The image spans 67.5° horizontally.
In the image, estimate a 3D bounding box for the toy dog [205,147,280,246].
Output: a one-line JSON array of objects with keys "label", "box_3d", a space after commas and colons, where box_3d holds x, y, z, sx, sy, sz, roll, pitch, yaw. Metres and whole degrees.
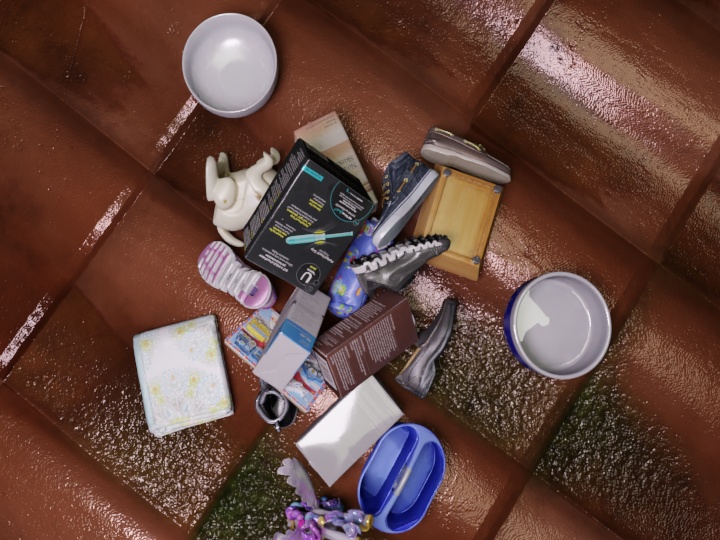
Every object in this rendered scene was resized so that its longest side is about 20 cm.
[{"label": "toy dog", "box_3d": [-0.193, -0.142, 1.058, 0.193, 0.140, 0.201, 3, 97, -1]}]

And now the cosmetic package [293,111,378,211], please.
[{"label": "cosmetic package", "box_3d": [-0.050, -0.197, 1.088, 0.101, 0.087, 0.205, -26, 86, -5]}]

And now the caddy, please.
[{"label": "caddy", "box_3d": [0.077, 0.389, 1.025, 0.139, 0.105, 0.204, 30, 85, 3]}]

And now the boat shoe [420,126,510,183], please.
[{"label": "boat shoe", "box_3d": [0.222, -0.236, 1.109, 0.194, 0.072, 0.061, 19, 76, -1]}]

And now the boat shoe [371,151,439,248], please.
[{"label": "boat shoe", "box_3d": [0.063, -0.138, 1.037, 0.090, 0.071, 0.201, 36, 67, 12]}]

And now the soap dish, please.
[{"label": "soap dish", "box_3d": [0.197, -0.102, 1.089, 0.153, 0.081, 0.206, 18, 83, 0]}]

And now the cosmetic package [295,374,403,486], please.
[{"label": "cosmetic package", "box_3d": [-0.020, 0.301, 1.044, 0.199, 0.090, 0.108, -41, 86, -2]}]

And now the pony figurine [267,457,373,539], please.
[{"label": "pony figurine", "box_3d": [-0.077, 0.449, 0.958, 0.194, 0.195, 0.170, 3, 56, 24]}]

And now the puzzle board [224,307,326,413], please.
[{"label": "puzzle board", "box_3d": [-0.144, 0.158, 1.032, 0.199, 0.151, 0.018, 40, 124, 2]}]

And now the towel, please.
[{"label": "towel", "box_3d": [-0.348, 0.207, 1.064, 0.166, 0.048, 0.207, -13, 85, -6]}]

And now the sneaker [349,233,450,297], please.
[{"label": "sneaker", "box_3d": [0.081, -0.006, 1.018, 0.194, 0.067, 0.093, -18, 105, -2]}]

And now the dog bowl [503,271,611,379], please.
[{"label": "dog bowl", "box_3d": [0.389, 0.109, 1.074, 0.193, 0.079, 0.208, 0, 84, -1]}]

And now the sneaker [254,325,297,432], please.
[{"label": "sneaker", "box_3d": [-0.168, 0.205, 1.032, 0.073, 0.114, 0.207, -14, 85, -1]}]

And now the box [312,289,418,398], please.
[{"label": "box", "box_3d": [0.010, 0.133, 1.019, 0.197, 0.074, 0.103, -31, 119, -22]}]

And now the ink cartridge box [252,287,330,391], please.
[{"label": "ink cartridge box", "box_3d": [-0.119, 0.104, 0.999, 0.066, 0.202, 0.117, 32, 123, -9]}]

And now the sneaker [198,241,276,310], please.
[{"label": "sneaker", "box_3d": [-0.240, 0.019, 1.071, 0.198, 0.088, 0.082, 33, 85, 24]}]

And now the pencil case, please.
[{"label": "pencil case", "box_3d": [0.000, 0.000, 1.073, 0.077, 0.086, 0.205, 30, 84, -39]}]

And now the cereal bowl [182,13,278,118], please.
[{"label": "cereal bowl", "box_3d": [-0.260, -0.408, 1.105, 0.193, 0.083, 0.208, 0, 84, -2]}]

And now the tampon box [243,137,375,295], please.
[{"label": "tampon box", "box_3d": [-0.096, -0.094, 0.956, 0.148, 0.127, 0.202, 30, 107, -26]}]

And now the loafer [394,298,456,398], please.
[{"label": "loafer", "box_3d": [0.133, 0.146, 1.070, 0.070, 0.073, 0.205, 22, 83, 5]}]
